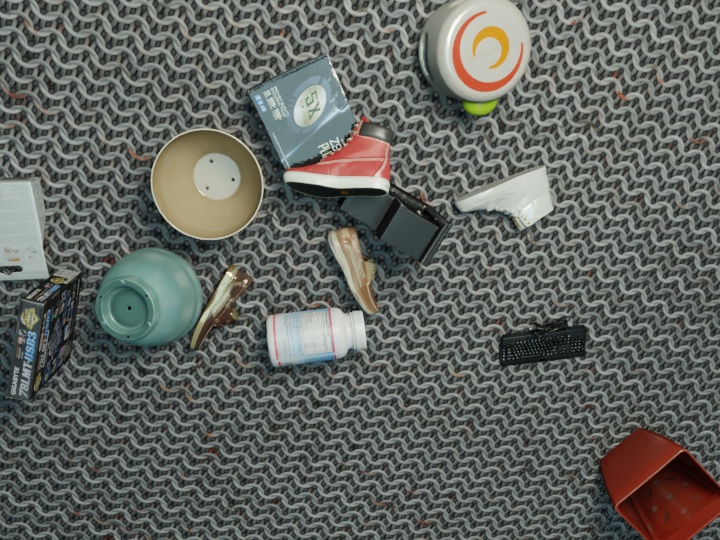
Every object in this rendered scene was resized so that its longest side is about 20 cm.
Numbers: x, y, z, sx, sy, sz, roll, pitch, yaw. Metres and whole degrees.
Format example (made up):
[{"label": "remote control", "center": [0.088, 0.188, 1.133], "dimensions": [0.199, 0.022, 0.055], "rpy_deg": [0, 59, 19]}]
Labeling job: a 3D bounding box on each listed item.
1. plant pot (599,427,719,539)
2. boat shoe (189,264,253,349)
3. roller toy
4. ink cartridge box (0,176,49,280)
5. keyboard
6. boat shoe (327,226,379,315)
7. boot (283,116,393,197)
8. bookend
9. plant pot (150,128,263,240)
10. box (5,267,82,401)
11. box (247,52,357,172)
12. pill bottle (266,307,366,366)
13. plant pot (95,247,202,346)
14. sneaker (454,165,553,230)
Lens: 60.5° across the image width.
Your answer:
[{"label": "plant pot", "center": [0.677, 0.487, 1.424], "dimensions": [0.200, 0.176, 0.200], "rpy_deg": [-44, 104, 8]}, {"label": "boat shoe", "center": [-0.287, 0.087, 1.281], "dimensions": [0.072, 0.072, 0.200], "rpy_deg": [29, 97, -13]}, {"label": "roller toy", "center": [0.208, -0.412, 1.144], "dimensions": [0.182, 0.140, 0.200], "rpy_deg": [31, 99, -24]}, {"label": "ink cartridge box", "center": [-0.702, -0.081, 1.211], "dimensions": [0.160, 0.047, 0.200], "rpy_deg": [-2, 111, -5]}, {"label": "keyboard", "center": [0.411, 0.162, 1.379], "dimensions": [0.200, 0.040, 0.104], "rpy_deg": [-8, 107, -4]}, {"label": "boat shoe", "center": [0.000, 0.000, 1.279], "dimensions": [0.072, 0.076, 0.200], "rpy_deg": [-25, 108, 0]}, {"label": "boot", "center": [-0.040, -0.212, 1.136], "dimensions": [0.200, 0.072, 0.145], "rpy_deg": [2, 79, 12]}, {"label": "bookend", "center": [0.051, -0.115, 1.184], "dimensions": [0.200, 0.199, 0.092], "rpy_deg": [29, 102, -11]}, {"label": "plant pot", "center": [-0.280, -0.170, 1.172], "dimensions": [0.200, 0.134, 0.201], "rpy_deg": [-1, 105, -5]}, {"label": "box", "center": [-0.605, 0.117, 1.191], "dimensions": [0.050, 0.199, 0.200], "rpy_deg": [13, 105, -7]}, {"label": "box", "center": [-0.097, -0.286, 1.181], "dimensions": [0.164, 0.086, 0.200], "rpy_deg": [-24, 106, 1]}, {"label": "pill bottle", "center": [-0.091, 0.136, 1.290], "dimensions": [0.200, 0.109, 0.109], "rpy_deg": [-7, 106, -4]}, {"label": "plant pot", "center": [-0.428, 0.062, 1.203], "dimensions": [0.200, 0.134, 0.201], "rpy_deg": [1, 99, 7]}, {"label": "sneaker", "center": [0.301, -0.129, 1.268], "dimensions": [0.200, 0.074, 0.116], "rpy_deg": [-20, 104, -1]}]
